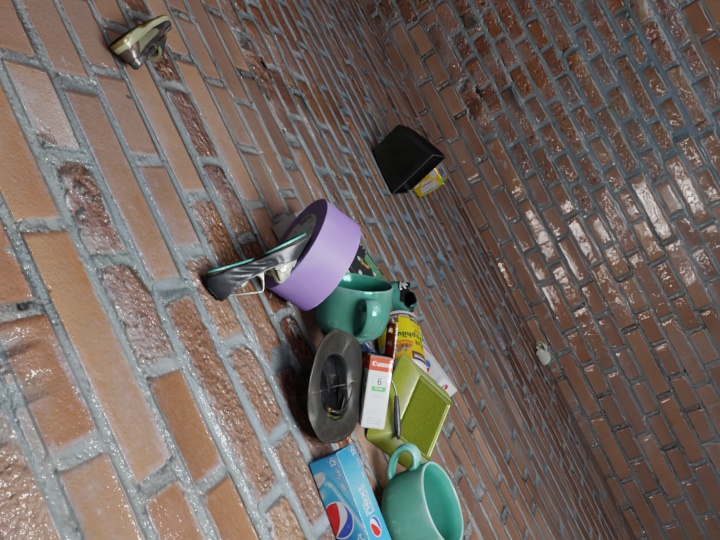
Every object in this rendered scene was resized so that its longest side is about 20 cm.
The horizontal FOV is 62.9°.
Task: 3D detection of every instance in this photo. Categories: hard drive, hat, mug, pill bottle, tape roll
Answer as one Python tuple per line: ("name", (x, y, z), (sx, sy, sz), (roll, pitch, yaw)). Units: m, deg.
("hard drive", (0.000, 0.000, 1.516), (0.201, 0.038, 0.140), (52, 25, -21))
("hat", (-0.067, 0.209, 1.078), (0.200, 0.080, 0.204), (2, 88, -57))
("mug", (0.108, 0.448, 1.135), (0.152, 0.114, 0.187), (40, 31, -40))
("mug", (-0.019, 0.080, 1.160), (0.185, 0.150, 0.116), (-33, 134, -73))
("pill bottle", (0.099, 0.203, 1.409), (0.109, 0.108, 0.202), (41, 31, -39))
("tape roll", (-0.094, -0.031, 1.131), (0.085, 0.200, 0.201), (34, 33, -23))

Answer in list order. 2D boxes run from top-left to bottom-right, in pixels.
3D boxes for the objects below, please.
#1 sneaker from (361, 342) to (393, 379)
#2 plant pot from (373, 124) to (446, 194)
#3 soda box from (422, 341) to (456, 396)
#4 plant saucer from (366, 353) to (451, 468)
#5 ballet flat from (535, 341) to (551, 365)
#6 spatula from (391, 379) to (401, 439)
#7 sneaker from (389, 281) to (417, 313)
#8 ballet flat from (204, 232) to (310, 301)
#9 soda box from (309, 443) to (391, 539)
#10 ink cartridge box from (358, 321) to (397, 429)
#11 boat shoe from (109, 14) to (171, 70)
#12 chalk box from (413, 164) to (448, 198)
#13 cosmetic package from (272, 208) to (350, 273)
("sneaker", (-0.003, 0.191, 1.262), (0.201, 0.074, 0.082), (52, 23, -2))
("plant pot", (0.162, -0.412, 2.138), (0.178, 0.200, 0.199), (51, 22, 8))
("soda box", (0.158, 0.239, 1.468), (0.068, 0.064, 0.201), (44, 8, -37))
("plant saucer", (0.122, 0.317, 1.283), (0.200, 0.048, 0.202), (44, 63, -35))
("ballet flat", (0.904, 0.410, 2.942), (0.070, 0.069, 0.200), (58, 19, -8))
("spatula", (0.066, 0.244, 1.215), (0.057, 0.020, 0.203), (102, -20, -72))
("sneaker", (0.113, 0.103, 1.532), (0.201, 0.079, 0.072), (68, 19, -47))
("ballet flat", (-0.169, -0.001, 1.021), (0.073, 0.198, 0.074), (48, -28, 37))
("soda box", (-0.013, 0.409, 1.007), (0.068, 0.064, 0.202), (0, 64, -64))
("ink cartridge box", (0.030, 0.201, 1.168), (0.109, 0.050, 0.203), (155, -58, -82))
("boat shoe", (-0.405, -0.429, 1.112), (0.065, 0.072, 0.201), (62, 24, -29))
("chalk box", (0.276, -0.400, 2.424), (0.125, 0.123, 0.200), (57, 25, -10))
("cosmetic package", (-0.100, -0.030, 1.296), (0.202, 0.071, 0.101), (61, 23, -3))
